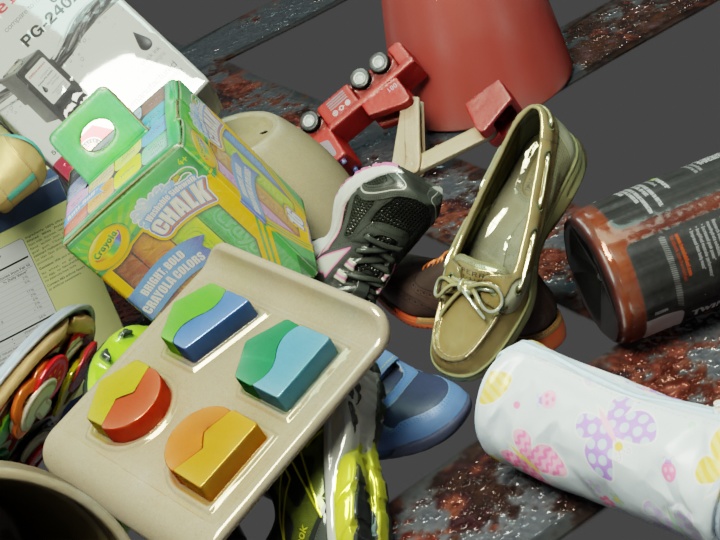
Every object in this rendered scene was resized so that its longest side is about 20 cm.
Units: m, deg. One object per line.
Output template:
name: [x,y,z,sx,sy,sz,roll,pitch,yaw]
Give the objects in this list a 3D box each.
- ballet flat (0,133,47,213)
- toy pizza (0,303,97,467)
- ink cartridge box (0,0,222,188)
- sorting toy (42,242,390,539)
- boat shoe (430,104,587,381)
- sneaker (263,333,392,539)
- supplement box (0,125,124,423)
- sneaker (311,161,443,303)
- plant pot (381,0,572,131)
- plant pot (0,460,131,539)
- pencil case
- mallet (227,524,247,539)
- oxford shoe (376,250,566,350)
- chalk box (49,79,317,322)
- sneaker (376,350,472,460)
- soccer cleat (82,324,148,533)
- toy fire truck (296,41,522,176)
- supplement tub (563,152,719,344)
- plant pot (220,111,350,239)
ballet flat: [-0.327,-0.075,1.049,0.199,0.069,0.063,3,50,35]
toy pizza: [-0.247,0.114,1.008,0.032,0.201,0.200,32,45,5]
ink cartridge box: [-0.241,-0.164,1.174,0.145,0.200,0.083,-46,-10,-6]
sorting toy: [-0.101,0.077,0.900,0.185,0.037,0.200,21,66,42]
boat shoe: [0.097,-0.020,0.984,0.073,0.063,0.201,23,82,38]
sneaker: [-0.032,0.113,0.914,0.084,0.075,0.201,-16,54,19]
supplement box: [-0.306,0.008,1.165,0.134,0.201,0.200,-29,31,-19]
sneaker: [0.000,0.000,1.080,0.080,0.200,0.087,18,50,-20]
plant pot: [0.106,-0.267,1.419,0.199,0.178,0.201,-14,30,8]
plant pot: [-0.246,0.203,0.843,0.199,0.201,0.173,-30,16,-20]
pencil case: [0.164,0.105,0.853,0.083,0.091,0.199,-38,34,-30]
mallet: [-0.105,0.134,1.015,0.066,0.041,0.200,-28,35,-10]
oxford shoe: [0.077,0.006,1.084,0.199,0.073,0.071,16,44,45]
chalk box: [-0.146,-0.051,1.057,0.124,0.200,0.124,-39,29,15]
sneaker: [-0.013,0.079,1.003,0.199,0.083,0.074,8,37,34]
soccer cleat: [-0.181,0.123,1.006,0.067,0.081,0.201,19,41,-11]
toy fire truck: [0.043,-0.140,1.336,0.200,0.049,0.141,-39,66,11]
supplement tub: [0.257,-0.028,1.006,0.199,0.107,0.107,-21,30,-5]
plant pot: [-0.096,-0.062,1.232,0.199,0.135,0.201,-13,31,8]
